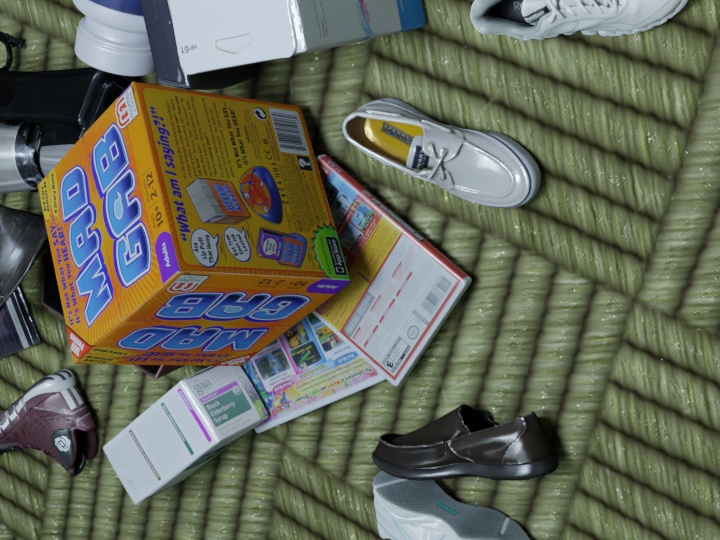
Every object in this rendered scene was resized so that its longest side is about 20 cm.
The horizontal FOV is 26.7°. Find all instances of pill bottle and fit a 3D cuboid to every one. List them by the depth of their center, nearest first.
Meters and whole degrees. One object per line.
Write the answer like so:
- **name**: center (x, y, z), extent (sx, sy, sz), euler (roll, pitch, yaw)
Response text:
- **pill bottle**: center (-0.229, -0.307, 1.536), extent (0.120, 0.120, 0.200), euler (29, 120, 25)

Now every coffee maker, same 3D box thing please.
- **coffee maker**: center (-0.339, -0.170, 1.638), extent (0.200, 0.135, 0.193), euler (3, 89, 26)

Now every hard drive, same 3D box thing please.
- **hard drive**: center (-0.157, -0.239, 1.455), extent (0.042, 0.200, 0.135), euler (-9, 99, 16)

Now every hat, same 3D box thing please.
- **hat**: center (-0.400, -0.028, 1.701), extent (0.081, 0.201, 0.201), euler (36, 126, -10)

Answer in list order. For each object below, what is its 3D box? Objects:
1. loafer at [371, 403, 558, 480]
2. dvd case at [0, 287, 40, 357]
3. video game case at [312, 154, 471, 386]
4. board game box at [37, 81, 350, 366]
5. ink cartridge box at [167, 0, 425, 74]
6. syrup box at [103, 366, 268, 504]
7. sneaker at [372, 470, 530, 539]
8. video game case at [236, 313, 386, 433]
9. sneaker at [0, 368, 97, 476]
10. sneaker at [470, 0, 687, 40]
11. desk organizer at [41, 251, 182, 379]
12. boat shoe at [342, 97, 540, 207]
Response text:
- **loafer**: center (0.101, 0.166, 1.492), extent (0.200, 0.073, 0.071), euler (-4, 92, 31)
- **dvd case**: center (-0.491, 0.045, 1.898), extent (0.200, 0.016, 0.149), euler (-20, 92, 38)
- **video game case**: center (0.000, 0.000, 1.513), extent (0.200, 0.017, 0.143), euler (41, 120, 16)
- **board game box**: center (-0.167, -0.037, 1.481), extent (0.200, 0.200, 0.200), euler (-37, 60, 42)
- **ink cartridge box**: center (-0.057, -0.240, 1.384), extent (0.144, 0.200, 0.085), euler (-5, 102, 36)
- **syrup box**: center (-0.195, 0.179, 1.676), extent (0.200, 0.079, 0.082), euler (-38, 81, 45)
- **sneaker**: center (0.097, 0.274, 1.531), extent (0.200, 0.070, 0.080), euler (29, 135, 28)
- **video game case**: center (-0.077, 0.061, 1.607), extent (0.200, 0.024, 0.182), euler (-26, 89, 37)
- **sneaker**: center (-0.392, 0.213, 1.847), extent (0.200, 0.076, 0.116), euler (-39, 84, 36)
- **sneaker**: center (0.186, -0.230, 1.293), extent (0.200, 0.081, 0.075), euler (-7, 99, 35)
- **desk organizer**: center (-0.261, 0.038, 1.678), extent (0.200, 0.077, 0.072), euler (29, 125, 32)
- **boat shoe**: center (0.071, -0.108, 1.418), extent (0.200, 0.070, 0.071), euler (28, 119, 26)
